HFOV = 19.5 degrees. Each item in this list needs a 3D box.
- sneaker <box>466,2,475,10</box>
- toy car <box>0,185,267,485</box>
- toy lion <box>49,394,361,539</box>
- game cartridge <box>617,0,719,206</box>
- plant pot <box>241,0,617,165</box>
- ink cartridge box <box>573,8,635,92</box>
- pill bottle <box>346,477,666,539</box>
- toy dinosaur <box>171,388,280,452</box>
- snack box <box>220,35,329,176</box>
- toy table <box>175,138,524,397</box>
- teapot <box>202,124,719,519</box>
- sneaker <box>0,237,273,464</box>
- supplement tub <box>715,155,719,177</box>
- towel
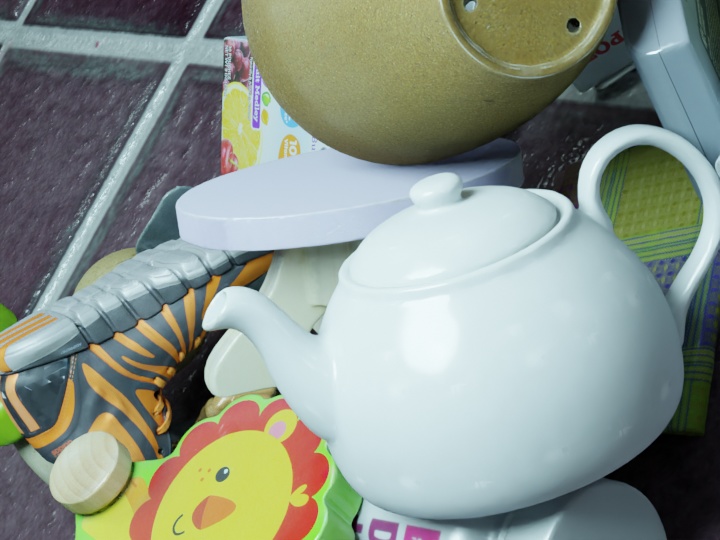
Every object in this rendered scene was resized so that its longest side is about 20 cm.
[{"bbox_3d":[0.087,-0.232,1.405,0.071,0.073,0.200,1,62,45],"label":"sneaker"},{"bbox_3d":[-0.145,0.046,1.368,0.200,0.164,0.158,-45,36,5],"label":"toy car"},{"bbox_3d":[-0.092,0.157,1.101,0.192,0.069,0.200,-6,52,37],"label":"toy lion"},{"bbox_3d":[0.168,-0.142,1.116,0.042,0.133,0.200,-21,38,21],"label":"game cartridge"},{"bbox_3d":[0.053,-0.145,1.079,0.186,0.186,0.200,-58,17,-6],"label":"plant pot"},{"bbox_3d":[0.129,-0.223,1.239,0.144,0.200,0.085,-32,31,27],"label":"ink cartridge box"},{"bbox_3d":[0.055,0.145,1.092,0.200,0.113,0.113,2,63,50],"label":"pill bottle"},{"bbox_3d":[-0.067,0.077,1.318,0.106,0.060,0.200,-54,13,31],"label":"toy dinosaur"},{"bbox_3d":[-0.018,-0.077,1.361,0.200,0.053,0.142,14,106,52],"label":"snack box"},{"bbox_3d":[0.000,0.000,1.200,0.200,0.117,0.184,-7,18,-4],"label":"toy table"},{"bbox_3d":[0.062,0.019,1.035,0.197,0.146,0.200,-6,20,33],"label":"teapot"},{"bbox_3d":[-0.124,0.052,1.289,0.200,0.112,0.078,-28,16,-16],"label":"sneaker"},{"bbox_3d":[0.276,-0.104,1.020,0.200,0.145,0.145,-58,35,-5],"label":"supplement tub"},{"bbox_3d":[0.152,0.008,1.176,0.144,0.023,0.200,-12,53,43],"label":"towel"}]
